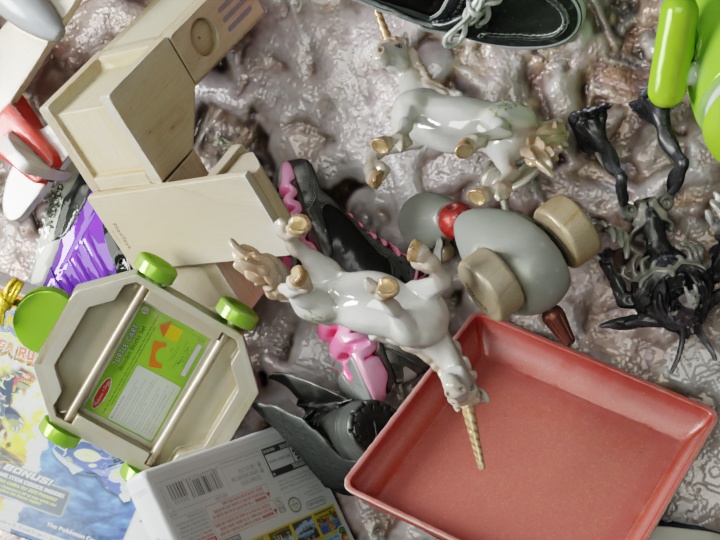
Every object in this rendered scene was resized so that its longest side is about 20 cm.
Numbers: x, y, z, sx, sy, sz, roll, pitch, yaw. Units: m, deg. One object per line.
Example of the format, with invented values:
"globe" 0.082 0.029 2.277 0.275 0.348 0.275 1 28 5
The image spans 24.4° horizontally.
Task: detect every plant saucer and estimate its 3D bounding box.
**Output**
"plant saucer" 0.121 0.135 1.164 0.199 0.200 0.037 23 137 21

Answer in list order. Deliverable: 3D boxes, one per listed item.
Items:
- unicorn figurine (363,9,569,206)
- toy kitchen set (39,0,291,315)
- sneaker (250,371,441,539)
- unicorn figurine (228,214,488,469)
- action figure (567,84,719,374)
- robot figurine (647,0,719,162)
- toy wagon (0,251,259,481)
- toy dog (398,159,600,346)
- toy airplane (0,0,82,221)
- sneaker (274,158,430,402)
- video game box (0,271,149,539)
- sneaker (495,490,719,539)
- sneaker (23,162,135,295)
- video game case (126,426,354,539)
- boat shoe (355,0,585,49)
"unicorn figurine" 0.058 -0.111 1.207 0.200 0.137 0.074 25 132 11
"toy kitchen set" -0.088 -0.096 1.242 0.163 0.181 0.200 -4 127 40
"sneaker" 0.016 0.146 1.238 0.200 0.104 0.060 42 63 -20
"unicorn figurine" 0.015 0.029 1.118 0.200 0.137 0.074 31 72 24
"action figure" 0.211 -0.029 1.177 0.119 0.102 0.201 -17 82 2
"robot figurine" 0.278 -0.146 1.133 0.175 0.116 0.201 0 58 -13
"toy wagon" -0.175 0.063 1.217 0.200 0.040 0.155 30 98 -10
"toy dog" 0.101 -0.003 1.180 0.132 0.200 0.097 -24 111 4
"toy airplane" -0.300 -0.133 1.262 0.199 0.141 0.201 -6 70 30
"sneaker" 0.000 0.000 1.254 0.095 0.079 0.200 -22 78 -14
"video game box" -0.227 0.117 1.267 0.199 0.047 0.183 21 98 -10
"sneaker" 0.170 0.182 1.192 0.199 0.085 0.075 6 131 -9
"sneaker" -0.205 0.017 1.297 0.099 0.070 0.201 14 92 12
"video game case" -0.066 0.209 1.190 0.023 0.200 0.182 -30 81 29
"boat shoe" 0.071 -0.200 1.199 0.199 0.068 0.074 19 117 -13
